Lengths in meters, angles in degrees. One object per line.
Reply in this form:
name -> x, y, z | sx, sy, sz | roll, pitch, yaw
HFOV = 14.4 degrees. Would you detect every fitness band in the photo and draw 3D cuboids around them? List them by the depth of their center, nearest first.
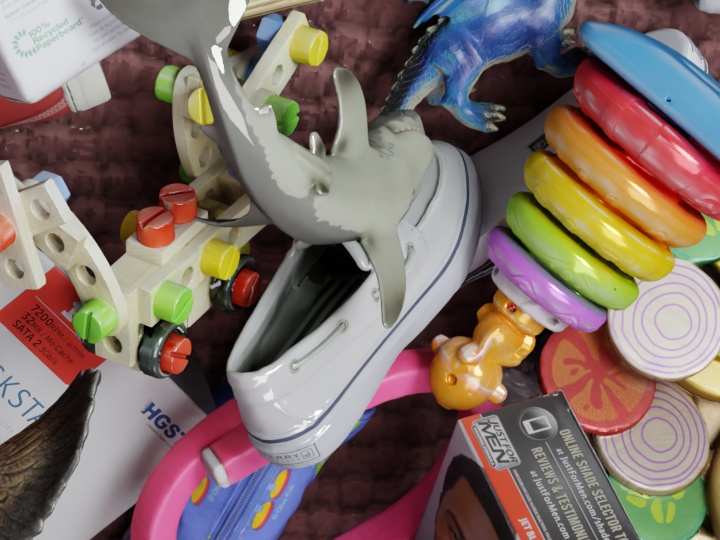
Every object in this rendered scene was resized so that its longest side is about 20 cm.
fitness band -> -0.019, 0.109, 1.410 | 0.199, 0.037, 0.144 | -28, 134, -13

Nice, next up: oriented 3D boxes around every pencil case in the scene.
pencil case -> -0.068, 0.123, 1.468 | 0.078, 0.087, 0.200 | 26, 109, -16

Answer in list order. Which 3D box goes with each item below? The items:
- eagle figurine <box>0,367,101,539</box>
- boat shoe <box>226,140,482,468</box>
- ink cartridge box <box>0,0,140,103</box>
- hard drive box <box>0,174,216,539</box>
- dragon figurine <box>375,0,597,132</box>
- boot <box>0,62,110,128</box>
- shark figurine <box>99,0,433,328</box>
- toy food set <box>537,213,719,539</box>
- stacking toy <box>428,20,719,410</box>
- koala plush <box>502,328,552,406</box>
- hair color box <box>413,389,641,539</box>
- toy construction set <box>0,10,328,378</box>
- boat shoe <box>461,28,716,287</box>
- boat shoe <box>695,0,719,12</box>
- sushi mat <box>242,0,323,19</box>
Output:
eagle figurine -> -0.195, 0.114, 1.319 | 0.151, 0.151, 0.201 | 1, 130, -4
boat shoe -> 0.000, 0.000, 1.352 | 0.073, 0.200, 0.067 | 1, 137, 31
ink cartridge box -> -0.115, -0.207, 1.232 | 0.196, 0.043, 0.201 | -34, 112, -22
hard drive box -> -0.195, 0.075, 1.412 | 0.200, 0.077, 0.156 | -39, 122, 8
dragon figurine -> 0.051, -0.125, 1.374 | 0.199, 0.059, 0.100 | -29, 121, -2
boot -> -0.207, -0.139, 1.292 | 0.144, 0.073, 0.201 | -17, 125, -3
shark figurine -> -0.045, -0.047, 1.259 | 0.089, 0.129, 0.214 | -11, 155, 29
toy food set -> 0.188, 0.049, 1.402 | 0.197, 0.049, 0.201 | 20, 77, -2
stacking toy -> 0.102, -0.012, 1.349 | 0.116, 0.110, 0.200 | 41, 100, 12
koala plush -> 0.148, 0.096, 1.490 | 0.177, 0.184, 0.201 | -29, 101, -1
hair color box -> 0.072, 0.159, 1.404 | 0.061, 0.102, 0.200 | -14, 147, -22
toy construction set -> -0.092, -0.031, 1.327 | 0.200, 0.092, 0.132 | -29, 135, -36
boat shoe -> 0.098, -0.038, 1.436 | 0.200, 0.072, 0.068 | -38, 122, 1
boat shoe -> 0.189, -0.210, 1.348 | 0.066, 0.074, 0.201 | 0, 112, 4
sushi mat -> 0.013, -0.182, 1.325 | 0.199, 0.012, 0.096 | -14, 91, 0
